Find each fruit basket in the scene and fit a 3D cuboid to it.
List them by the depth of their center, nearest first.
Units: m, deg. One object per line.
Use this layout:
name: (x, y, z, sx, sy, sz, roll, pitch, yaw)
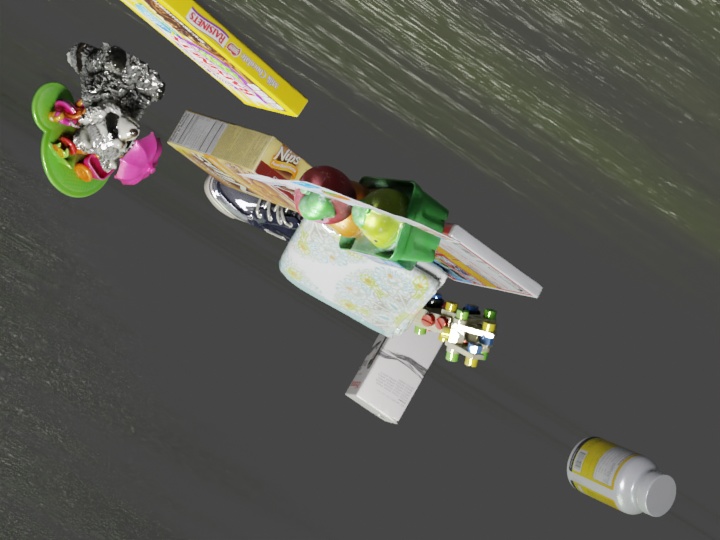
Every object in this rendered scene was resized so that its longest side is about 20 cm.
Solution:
fruit basket: (-0.017, -0.063, 1.277, 0.199, 0.094, 0.185, 12, -179, -29)

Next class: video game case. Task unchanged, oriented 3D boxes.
video game case: (0.115, -0.019, 1.431, 0.143, 0.018, 0.200, 34, 171, -24)

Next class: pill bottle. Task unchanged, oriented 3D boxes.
pill bottle: (0.492, 0.392, 2.231, 0.112, 0.112, 0.200, 36, 170, -34)

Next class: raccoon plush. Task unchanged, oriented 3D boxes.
raccoon plush: (-0.324, -0.200, 1.468, 0.097, 0.134, 0.200, 34, 171, -33)

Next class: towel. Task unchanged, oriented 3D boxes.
towel: (0.000, 0.000, 1.551, 0.199, 0.048, 0.171, 29, 147, -5)

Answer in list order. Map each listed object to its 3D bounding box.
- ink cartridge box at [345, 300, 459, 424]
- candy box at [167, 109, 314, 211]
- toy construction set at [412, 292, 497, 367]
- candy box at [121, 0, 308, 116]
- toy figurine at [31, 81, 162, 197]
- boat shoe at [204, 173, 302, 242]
ink cartridge box: (0.064, 0.133, 1.876, 0.083, 0.201, 0.147, 31, 171, -4)
candy box: (-0.142, -0.137, 1.493, 0.200, 0.055, 0.115, 21, 168, 47)
toy construction set: (0.112, 0.069, 1.685, 0.200, 0.093, 0.131, 33, -160, 23)
candy box: (-0.146, -0.217, 1.136, 0.200, 0.026, 0.102, 37, 172, -39)
toy figurine: (-0.398, -0.206, 1.858, 0.183, 0.150, 0.201, 6, 133, 38)
boat shoe: (-0.119, -0.090, 1.678, 0.199, 0.075, 0.093, 25, 168, -25)
